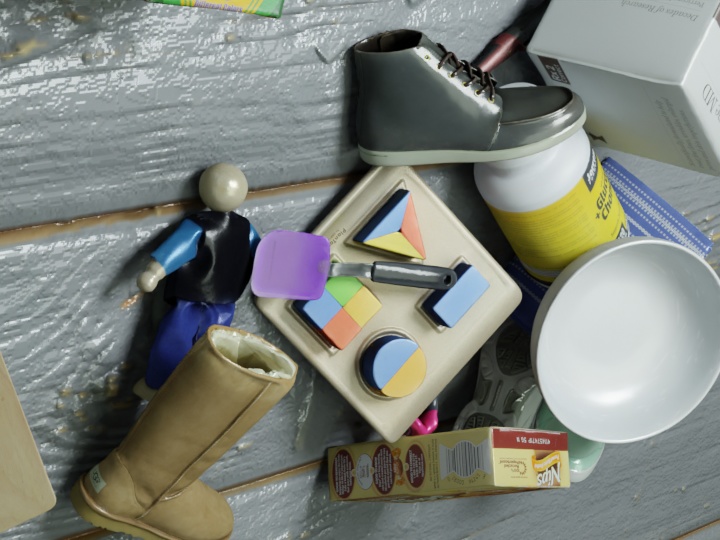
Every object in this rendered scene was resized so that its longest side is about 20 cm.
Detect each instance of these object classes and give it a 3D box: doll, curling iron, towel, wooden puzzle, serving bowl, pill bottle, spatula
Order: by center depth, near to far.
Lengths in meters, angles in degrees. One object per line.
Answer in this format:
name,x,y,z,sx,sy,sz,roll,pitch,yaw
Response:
doll,-0.130,0.011,1.386,0.136,0.048,0.202,2,110,-47
spatula,0.000,0.000,1.441,0.199,0.020,0.057,4,98,-35
wooden puzzle,0.033,0.026,1.503,0.185,0.046,0.200,-47,113,-10
curling iron,0.143,-0.202,1.551,0.200,0.049,0.026,-46,140,-27
pill bottle,0.171,-0.079,1.594,0.112,0.112,0.200,-50,138,-13
serving bowl,0.244,0.058,1.607,0.198,0.066,0.202,-6,110,-16
towel,0.238,0.000,1.697,0.200,0.145,0.024,-46,169,-17

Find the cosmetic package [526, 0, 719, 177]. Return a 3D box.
cosmetic package,0.284,-0.222,1.564,0.201,0.164,0.165,-63,144,-14

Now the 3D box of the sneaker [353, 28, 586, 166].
sneaker,0.092,-0.153,1.449,0.198,0.075,0.107,-8,119,-3

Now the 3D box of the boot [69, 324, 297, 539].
boot,-0.117,0.143,1.397,0.174,0.066,0.200,17,123,-47

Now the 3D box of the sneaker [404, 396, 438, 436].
sneaker,0.058,0.055,1.580,0.080,0.074,0.202,-9,116,-41

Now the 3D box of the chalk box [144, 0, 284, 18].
chalk box,-0.112,-0.292,1.187,0.123,0.124,0.202,1,111,-45

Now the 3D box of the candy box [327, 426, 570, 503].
candy box,0.079,0.181,1.576,0.115,0.199,0.056,10,74,-47

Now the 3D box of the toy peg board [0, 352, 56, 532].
toy peg board,-0.345,0.110,1.208,0.198,0.098,0.201,-24,127,-15

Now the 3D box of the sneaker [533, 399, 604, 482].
sneaker,0.229,0.107,1.717,0.119,0.073,0.201,105,5,-50

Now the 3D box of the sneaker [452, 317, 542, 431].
sneaker,0.150,0.122,1.724,0.201,0.077,0.099,-60,162,-10
